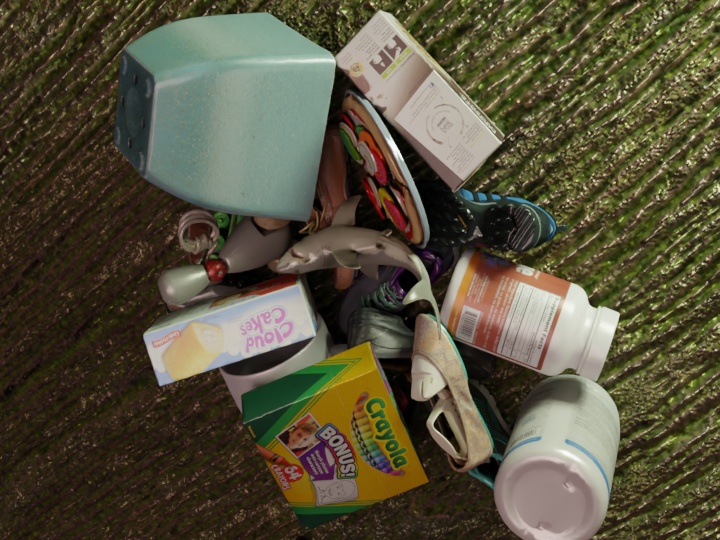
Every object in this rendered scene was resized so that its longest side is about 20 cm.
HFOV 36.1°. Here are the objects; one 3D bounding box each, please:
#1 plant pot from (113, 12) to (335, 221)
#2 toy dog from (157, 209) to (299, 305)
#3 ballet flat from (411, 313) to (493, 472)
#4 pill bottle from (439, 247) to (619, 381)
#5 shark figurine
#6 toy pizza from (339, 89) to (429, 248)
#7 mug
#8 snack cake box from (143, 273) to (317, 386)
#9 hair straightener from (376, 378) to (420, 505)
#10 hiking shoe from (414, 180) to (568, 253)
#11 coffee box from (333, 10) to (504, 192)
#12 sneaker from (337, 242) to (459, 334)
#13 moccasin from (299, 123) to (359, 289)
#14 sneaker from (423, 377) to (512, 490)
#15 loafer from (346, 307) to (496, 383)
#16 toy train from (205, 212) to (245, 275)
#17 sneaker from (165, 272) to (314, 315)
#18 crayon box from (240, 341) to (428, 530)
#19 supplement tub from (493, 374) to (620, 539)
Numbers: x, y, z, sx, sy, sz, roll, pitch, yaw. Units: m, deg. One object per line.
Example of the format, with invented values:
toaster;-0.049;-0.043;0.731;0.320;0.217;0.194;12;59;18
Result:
plant pot;-0.170;-0.180;1.263;0.196;0.197;0.199;41;127;49
toy dog;-0.164;-0.033;1.357;0.096;0.197;0.134;37;125;45
ballet flat;0.099;0.151;1.310;0.068;0.067;0.203;-5;113;59
pill bottle;0.200;0.056;1.313;0.197;0.112;0.114;20;115;11
shark figurine;0.022;-0.005;1.305;0.211;0.129;0.090;18;147;26
toy pizza;0.021;-0.112;1.276;0.031;0.200;0.203;-27;100;-6
mug;-0.061;0.156;1.424;0.197;0.148;0.178;-15;116;18
snack cake box;-0.154;0.067;1.342;0.197;0.115;0.068;-18;97;2
hair straightener;0.048;0.224;1.446;0.041;0.076;0.203;33;125;32
hiking shoe;0.140;-0.059;1.313;0.198;0.086;0.076;20;103;37
coffee box;0.070;-0.193;1.259;0.080;0.113;0.200;-43;91;14
sneaker;0.033;0.023;1.372;0.075;0.088;0.200;47;117;-2
moccasin;-0.043;-0.076;1.362;0.076;0.074;0.205;-11;108;-4
sneaker;0.148;0.211;1.399;0.200;0.091;0.078;44;116;0
loafer;0.073;0.111;1.372;0.196;0.073;0.073;14;148;-8
toy train;-0.173;-0.021;1.458;0.055;0.042;0.203;16;114;2
sneaker;-0.157;0.033;1.424;0.196;0.074;0.081;-7;112;-3
crayon box;-0.029;0.206;1.346;0.170;0.059;0.202;-21;124;5
supplement tub;0.237;0.223;1.311;0.129;0.200;0.135;7;112;17
